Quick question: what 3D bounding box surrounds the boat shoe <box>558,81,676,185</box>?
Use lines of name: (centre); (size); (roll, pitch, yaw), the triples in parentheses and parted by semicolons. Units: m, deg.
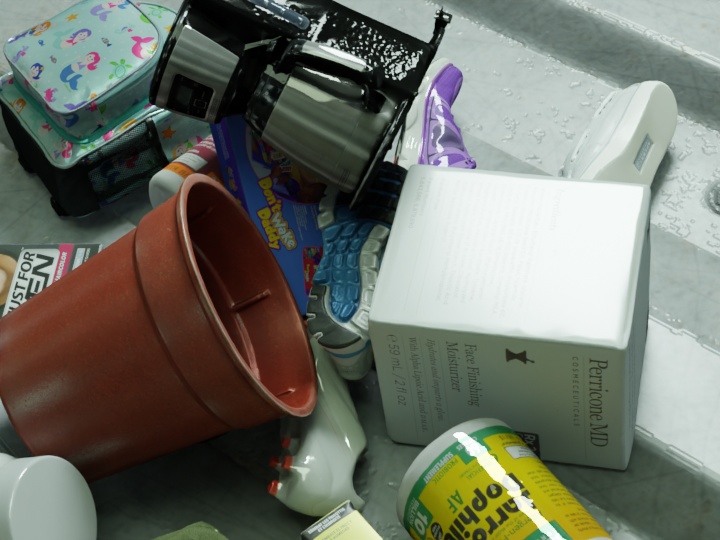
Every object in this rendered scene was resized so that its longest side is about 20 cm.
boat shoe: (0.214, -0.092, 1.445); (0.068, 0.072, 0.201); (-1, 53, 45)

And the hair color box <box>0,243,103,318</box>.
hair color box: (-0.325, 0.033, 1.429); (0.197, 0.061, 0.100); (-1, 50, 9)

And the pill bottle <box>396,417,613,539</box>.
pill bottle: (0.122, 0.211, 1.176); (0.112, 0.113, 0.200); (-30, 53, -16)

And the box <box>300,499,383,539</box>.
box: (0.035, 0.262, 1.174); (0.050, 0.076, 0.200); (-32, 52, -18)

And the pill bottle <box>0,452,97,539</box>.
pill bottle: (-0.303, 0.198, 1.211); (0.198, 0.115, 0.115); (-12, 45, 30)

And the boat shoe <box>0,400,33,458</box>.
boat shoe: (-0.265, 0.154, 1.320); (0.068, 0.072, 0.200); (-34, 44, -19)

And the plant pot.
plant pot: (-0.165, 0.059, 1.249); (0.194, 0.201, 0.202); (-26, 48, 13)

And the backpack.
backpack: (-0.231, -0.169, 1.536); (0.199, 0.152, 0.178); (-27, 50, -20)

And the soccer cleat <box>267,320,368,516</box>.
soccer cleat: (-0.030, 0.120, 1.316); (0.077, 0.070, 0.201); (21, 39, -16)

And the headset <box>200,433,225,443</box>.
headset: (-0.154, 0.057, 1.391); (0.122, 0.094, 0.202); (-20, 66, -3)

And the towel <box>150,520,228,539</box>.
towel: (-0.105, 0.272, 1.154); (0.148, 0.037, 0.200); (-21, 60, -44)

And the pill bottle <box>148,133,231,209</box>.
pill bottle: (-0.081, -0.091, 1.460); (0.199, 0.115, 0.114); (-38, 55, -21)

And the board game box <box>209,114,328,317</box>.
board game box: (-0.043, -0.065, 1.386); (0.133, 0.045, 0.202); (-13, 87, -22)

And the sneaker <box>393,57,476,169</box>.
sneaker: (0.073, -0.104, 1.490); (0.082, 0.081, 0.202); (13, 59, -2)

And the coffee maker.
coffee maker: (-0.051, -0.170, 1.317); (0.199, 0.135, 0.193); (28, 34, -3)

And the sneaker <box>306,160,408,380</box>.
sneaker: (0.000, 0.000, 1.337); (0.074, 0.087, 0.202); (6, 55, 14)

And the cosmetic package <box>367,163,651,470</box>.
cosmetic package: (0.125, 0.036, 1.289); (0.198, 0.166, 0.166); (6, 52, 14)
